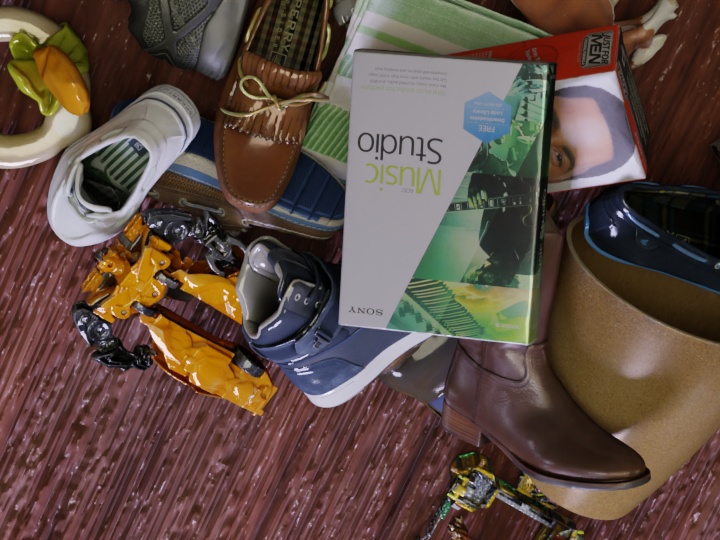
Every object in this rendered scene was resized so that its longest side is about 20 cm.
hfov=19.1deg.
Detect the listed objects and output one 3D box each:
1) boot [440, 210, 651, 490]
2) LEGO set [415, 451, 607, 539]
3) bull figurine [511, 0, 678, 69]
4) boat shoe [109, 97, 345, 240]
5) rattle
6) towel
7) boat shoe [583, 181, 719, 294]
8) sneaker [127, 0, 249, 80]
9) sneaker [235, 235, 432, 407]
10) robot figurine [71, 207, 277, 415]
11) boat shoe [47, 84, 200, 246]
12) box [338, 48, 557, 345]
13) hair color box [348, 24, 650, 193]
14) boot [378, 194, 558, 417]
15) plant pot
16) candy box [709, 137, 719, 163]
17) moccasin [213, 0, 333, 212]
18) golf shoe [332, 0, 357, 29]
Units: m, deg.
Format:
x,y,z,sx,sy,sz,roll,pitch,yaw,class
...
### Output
x,y,z,sx,sy,sz,roll,pitch,yaw,class
0.138,0.046,1.557,0.186,0.064,0.201,18,114,31,boot
0.097,0.255,1.715,0.154,0.116,0.200,37,101,-10,LEGO set
0.161,-0.213,1.595,0.121,0.065,0.200,-28,137,6,bull figurine
-0.102,-0.067,1.655,0.200,0.072,0.073,25,133,8,boat shoe
-0.302,-0.121,1.607,0.199,0.143,0.131,-3,123,-6,rattle
0.045,-0.126,1.623,0.152,0.023,0.200,21,130,-6,towel
0.266,-0.021,1.588,0.199,0.069,0.084,4,68,-17,boat shoe
-0.128,-0.251,1.604,0.114,0.076,0.200,15,109,-11,sneaker
0.000,0.001,1.606,0.202,0.077,0.146,-43,134,5,sneaker
-0.127,0.029,1.649,0.200,0.058,0.145,32,103,-33,robot figurine
-0.195,-0.070,1.605,0.074,0.067,0.200,43,137,-1,boat shoe
0.060,-0.053,1.520,0.144,0.036,0.201,5,100,17,box
0.103,-0.108,1.571,0.199,0.061,0.102,-9,128,18,hair color box
0.096,0.028,1.694,0.200,0.075,0.097,-40,119,10,boot
0.208,0.086,1.659,0.186,0.187,0.200,19,117,-6,plant pot
0.384,-0.051,1.671,0.136,0.061,0.200,-34,102,8,candy box
-0.059,-0.142,1.589,0.073,0.078,0.202,21,79,-7,moccasin
0.047,-0.267,1.617,0.200,0.078,0.097,-38,83,5,golf shoe
